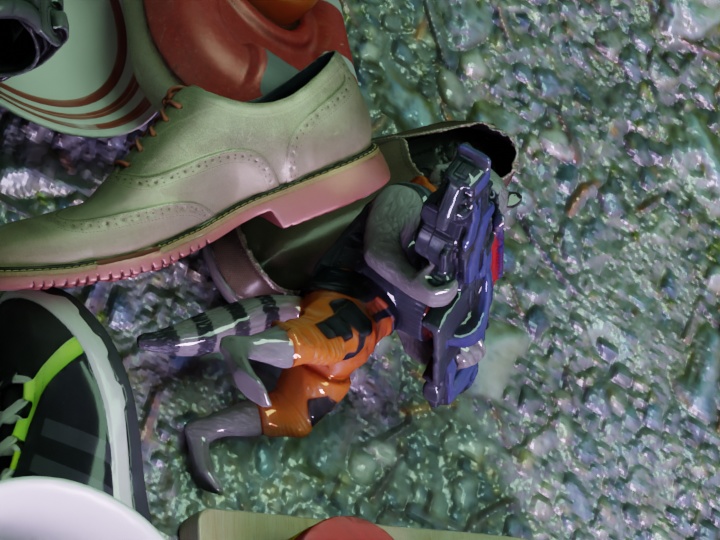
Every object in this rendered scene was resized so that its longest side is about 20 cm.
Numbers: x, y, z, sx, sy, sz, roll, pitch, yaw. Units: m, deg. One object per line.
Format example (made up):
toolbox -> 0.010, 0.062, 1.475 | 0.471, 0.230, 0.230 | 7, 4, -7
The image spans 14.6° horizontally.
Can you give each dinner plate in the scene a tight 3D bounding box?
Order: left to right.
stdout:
dinner plate -> -0.170, -0.144, 1.347 | 0.200, 0.024, 0.201 | 34, 36, -28

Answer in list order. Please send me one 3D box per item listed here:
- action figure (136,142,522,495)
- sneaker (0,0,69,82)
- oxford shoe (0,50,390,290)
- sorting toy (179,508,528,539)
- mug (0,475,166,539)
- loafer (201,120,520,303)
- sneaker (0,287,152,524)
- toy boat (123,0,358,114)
action figure -> 0.000, 0.000, 1.307 | 0.105, 0.200, 0.193 | 39, 59, 22
sneaker -> -0.152, -0.135, 1.281 | 0.200, 0.071, 0.099 | -15, 74, -52
oxford shoe -> -0.088, -0.044, 1.270 | 0.199, 0.070, 0.075 | -20, 103, -21
sorting toy -> 0.024, 0.208, 1.308 | 0.198, 0.070, 0.201 | 9, 64, -32
mug -> -0.174, 0.149, 1.117 | 0.147, 0.175, 0.201 | -26, 90, -41
loafer -> 0.003, -0.038, 1.412 | 0.200, 0.071, 0.073 | -28, 86, -41
sneaker -> -0.142, 0.100, 1.242 | 0.083, 0.072, 0.201 | -5, 71, -34
toy boat -> -0.038, -0.147, 1.372 | 0.130, 0.131, 0.200 | 31, 31, -34
